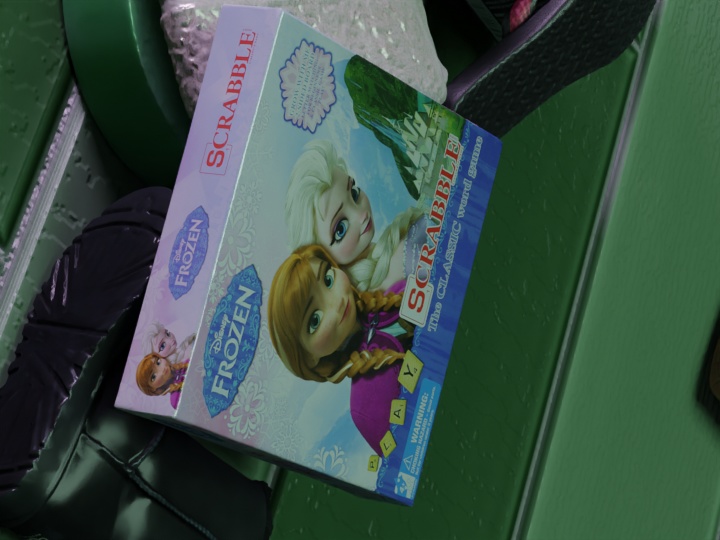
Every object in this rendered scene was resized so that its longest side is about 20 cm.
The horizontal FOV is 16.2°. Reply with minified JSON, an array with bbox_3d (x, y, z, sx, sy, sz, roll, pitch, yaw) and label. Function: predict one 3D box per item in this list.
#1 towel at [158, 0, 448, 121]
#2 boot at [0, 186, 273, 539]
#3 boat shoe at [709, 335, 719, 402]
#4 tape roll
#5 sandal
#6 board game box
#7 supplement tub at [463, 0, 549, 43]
[{"bbox_3d":[-0.032,-0.142,1.294,0.199,0.034,0.133,-9,81,-51],"label":"towel"},{"bbox_3d":[-0.099,0.082,1.242,0.162,0.073,0.199,45,59,-37],"label":"boot"},{"bbox_3d":[0.299,0.032,1.780,0.201,0.071,0.066,-64,142,-34],"label":"boat shoe"},{"bbox_3d":[-0.071,-0.136,1.328,0.200,0.048,0.202,9,79,-52],"label":"tape roll"},{"bbox_3d":[0.100,-0.133,1.441,0.200,0.045,0.075,-38,141,-27],"label":"sandal"},{"bbox_3d":[-0.019,-0.002,1.247,0.199,0.041,0.201,24,76,-51],"label":"board game box"},{"bbox_3d":[0.081,-0.218,1.490,0.200,0.107,0.107,48,50,-38],"label":"supplement tub"}]
